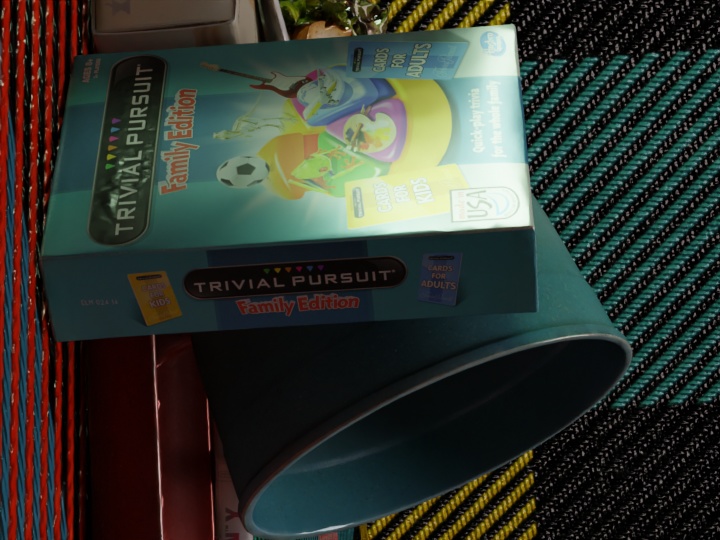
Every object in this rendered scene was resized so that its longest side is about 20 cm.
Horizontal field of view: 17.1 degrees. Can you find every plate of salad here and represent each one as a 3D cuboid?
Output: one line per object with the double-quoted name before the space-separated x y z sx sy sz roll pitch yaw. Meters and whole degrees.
"plate of salad" -0.011 -0.130 1.319 0.200 0.048 0.201 -18 90 -77

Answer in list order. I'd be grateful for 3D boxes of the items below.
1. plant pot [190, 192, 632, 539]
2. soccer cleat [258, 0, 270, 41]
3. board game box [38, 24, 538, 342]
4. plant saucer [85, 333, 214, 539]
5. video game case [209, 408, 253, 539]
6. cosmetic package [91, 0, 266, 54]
"plant pot" 0.000 0.000 1.146 0.200 0.200 0.188 79 -13 -71
"soccer cleat" -0.057 -0.066 1.404 0.078 0.069 0.201 -15 119 -66
"board game box" -0.028 -0.040 1.018 0.151 0.199 0.047 -91 176 -52
"plant saucer" -0.096 0.114 1.118 0.200 0.037 0.201 70 16 -81
"video game case" -0.075 0.145 1.334 0.200 0.023 0.183 -104 -165 -70
"cosmetic package" -0.087 -0.111 1.221 0.200 0.071 0.106 82 5 -64
